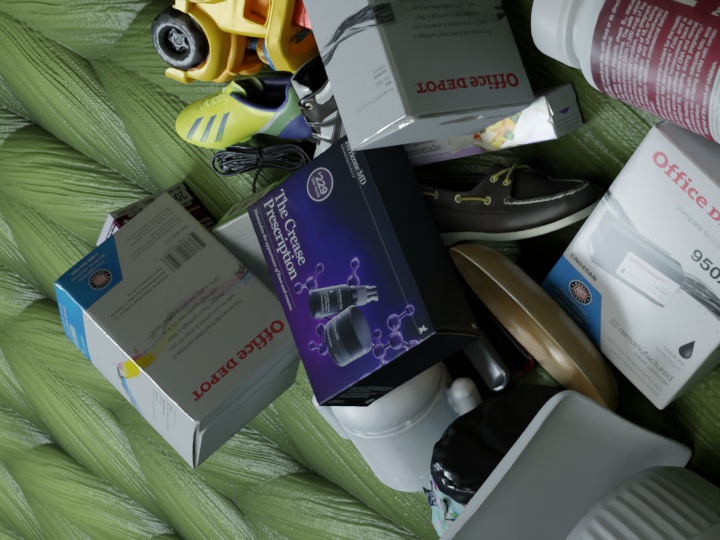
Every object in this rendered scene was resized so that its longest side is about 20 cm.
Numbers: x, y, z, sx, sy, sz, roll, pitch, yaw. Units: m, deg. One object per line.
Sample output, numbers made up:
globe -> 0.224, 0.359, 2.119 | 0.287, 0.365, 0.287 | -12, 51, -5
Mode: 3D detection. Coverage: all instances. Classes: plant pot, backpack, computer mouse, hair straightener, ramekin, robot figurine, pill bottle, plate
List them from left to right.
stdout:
computer mouse -> -0.067, -0.043, 1.488 | 0.140, 0.046, 0.200 | -6, 106, 37
robot figurine -> 0.040, 0.132, 1.384 | 0.169, 0.113, 0.200 | -9, 134, 26
hair straightener -> 0.075, 0.029, 1.347 | 0.200, 0.077, 0.041 | 54, 140, 9
backpack -> 0.137, 0.206, 1.328 | 0.127, 0.167, 0.200 | 51, 159, 40
plant pot -> 0.153, 0.046, 1.241 | 0.200, 0.027, 0.200 | 46, 176, 4
plate -> 0.162, 0.196, 1.219 | 0.200, 0.200, 0.032 | -54, 43, 10
ramekin -> 0.245, 0.257, 1.213 | 0.105, 0.200, 0.200 | 42, 137, 35
pill bottle -> 0.230, -0.167, 1.048 | 0.200, 0.114, 0.114 | 30, 130, 31

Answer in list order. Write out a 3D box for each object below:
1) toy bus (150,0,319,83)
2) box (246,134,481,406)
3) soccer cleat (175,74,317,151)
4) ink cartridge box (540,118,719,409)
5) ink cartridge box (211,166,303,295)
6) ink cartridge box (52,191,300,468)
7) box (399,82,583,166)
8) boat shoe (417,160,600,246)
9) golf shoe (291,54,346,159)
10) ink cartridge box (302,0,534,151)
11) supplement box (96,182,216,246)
toy bus -> -0.077, -0.248, 1.329 | 0.192, 0.136, 0.200 | 26, 132, 15
box -> 0.000, 0.000, 1.277 | 0.141, 0.079, 0.200 | -33, 67, 28
soccer cleat -> -0.114, -0.164, 1.428 | 0.200, 0.065, 0.084 | 1, 148, 40
ink cartridge box -> 0.252, -0.013, 1.133 | 0.145, 0.084, 0.200 | 46, 137, 17
ink cartridge box -> -0.045, 0.007, 1.435 | 0.104, 0.059, 0.200 | -26, 107, 27
ink cartridge box -> -0.175, 0.061, 1.426 | 0.200, 0.147, 0.145 | 44, 157, 14
box -> 0.102, -0.123, 1.262 | 0.200, 0.041, 0.039 | -7, 105, 49
boat shoe -> 0.119, -0.061, 1.253 | 0.201, 0.072, 0.061 | -6, 105, 49
golf shoe -> -0.025, -0.151, 1.326 | 0.078, 0.094, 0.200 | -92, 21, -46
ink cartridge box -> 0.038, -0.206, 1.172 | 0.084, 0.146, 0.200 | -26, 79, 50
supplement box -> -0.181, 0.008, 1.579 | 0.200, 0.109, 0.061 | 49, 138, 14
